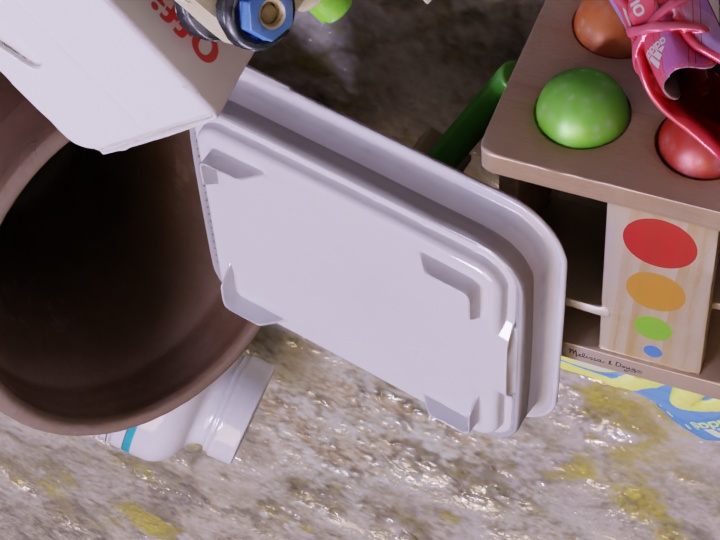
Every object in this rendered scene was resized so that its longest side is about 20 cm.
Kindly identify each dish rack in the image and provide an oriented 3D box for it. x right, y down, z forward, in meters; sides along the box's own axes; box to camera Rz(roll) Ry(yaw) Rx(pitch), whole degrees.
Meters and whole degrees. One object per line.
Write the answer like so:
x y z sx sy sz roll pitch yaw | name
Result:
0.000 0.000 0.913 0.200 0.044 0.172 27 149 20 | dish rack

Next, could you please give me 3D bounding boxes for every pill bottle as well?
-0.158 0.051 1.240 0.199 0.111 0.111 25 148 -1 | pill bottle

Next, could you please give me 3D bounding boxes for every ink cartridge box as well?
-0.087 -0.172 0.782 0.086 0.200 0.146 -10 134 43 | ink cartridge box

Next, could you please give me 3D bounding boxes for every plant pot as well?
-0.160 -0.037 1.044 0.175 0.200 0.200 37 163 45 | plant pot

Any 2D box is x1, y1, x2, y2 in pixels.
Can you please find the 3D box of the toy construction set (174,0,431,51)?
-0.038 -0.157 0.691 0.200 0.131 0.092 37 171 -19 | toy construction set

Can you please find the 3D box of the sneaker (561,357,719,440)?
0.157 0.050 1.059 0.199 0.076 0.105 16 148 13 | sneaker

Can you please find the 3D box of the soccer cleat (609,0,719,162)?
0.126 -0.112 0.782 0.200 0.076 0.067 53 140 11 | soccer cleat

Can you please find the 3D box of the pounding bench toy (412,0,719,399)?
0.099 -0.056 0.896 0.199 0.124 0.156 15 147 16 | pounding bench toy
